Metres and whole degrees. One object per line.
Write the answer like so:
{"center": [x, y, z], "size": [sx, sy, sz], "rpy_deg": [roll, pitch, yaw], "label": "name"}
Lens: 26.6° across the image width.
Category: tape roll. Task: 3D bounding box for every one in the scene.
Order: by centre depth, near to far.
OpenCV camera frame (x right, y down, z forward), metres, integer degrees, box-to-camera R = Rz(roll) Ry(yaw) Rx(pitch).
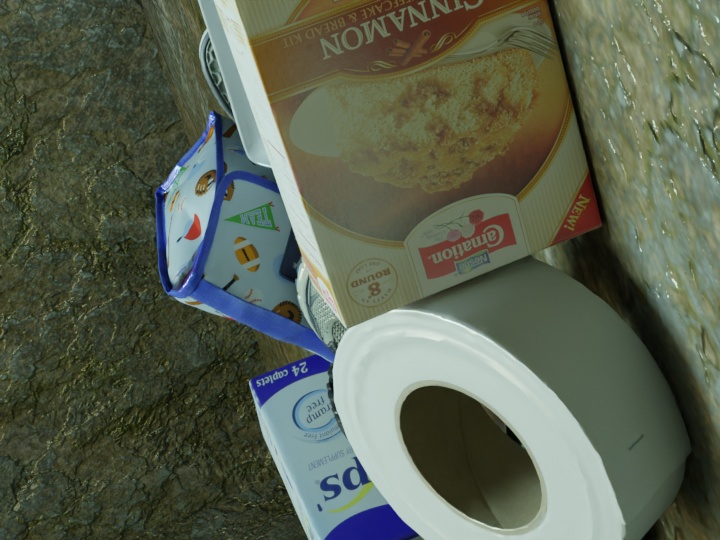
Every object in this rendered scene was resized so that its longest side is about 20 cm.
{"center": [0.082, 0.088, 0.864], "size": [0.202, 0.071, 0.203], "rpy_deg": [28, 138, 28], "label": "tape roll"}

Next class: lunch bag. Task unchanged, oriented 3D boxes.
{"center": [-0.066, -0.016, 1.201], "size": [0.170, 0.124, 0.200], "rpy_deg": [25, -152, -21], "label": "lunch bag"}

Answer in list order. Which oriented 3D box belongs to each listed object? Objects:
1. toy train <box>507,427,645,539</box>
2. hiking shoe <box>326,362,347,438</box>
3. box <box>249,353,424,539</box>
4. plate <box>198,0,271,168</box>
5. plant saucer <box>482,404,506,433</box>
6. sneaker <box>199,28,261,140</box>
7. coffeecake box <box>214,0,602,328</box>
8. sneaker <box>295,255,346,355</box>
{"center": [0.129, 0.156, 1.032], "size": [0.200, 0.085, 0.114], "rpy_deg": [130, 127, -80], "label": "toy train"}
{"center": [0.033, 0.068, 1.257], "size": [0.101, 0.076, 0.200], "rpy_deg": [36, -136, -32], "label": "hiking shoe"}
{"center": [0.026, 0.162, 1.322], "size": [0.105, 0.184, 0.200], "rpy_deg": [84, 162, -56], "label": "box"}
{"center": [-0.017, -0.144, 1.056], "size": [0.200, 0.032, 0.200], "rpy_deg": [14, 136, 32], "label": "plate"}
{"center": [0.060, 0.055, 1.060], "size": [0.200, 0.032, 0.200], "rpy_deg": [173, 90, -82], "label": "plant saucer"}
{"center": [-0.059, -0.150, 1.220], "size": [0.202, 0.077, 0.146], "rpy_deg": [36, -167, -31], "label": "sneaker"}
{"center": [0.024, -0.093, 0.796], "size": [0.073, 0.153, 0.200], "rpy_deg": [-129, 19, -64], "label": "coffeecake box"}
{"center": [0.000, 0.000, 1.059], "size": [0.085, 0.077, 0.200], "rpy_deg": [-114, 18, -49], "label": "sneaker"}
